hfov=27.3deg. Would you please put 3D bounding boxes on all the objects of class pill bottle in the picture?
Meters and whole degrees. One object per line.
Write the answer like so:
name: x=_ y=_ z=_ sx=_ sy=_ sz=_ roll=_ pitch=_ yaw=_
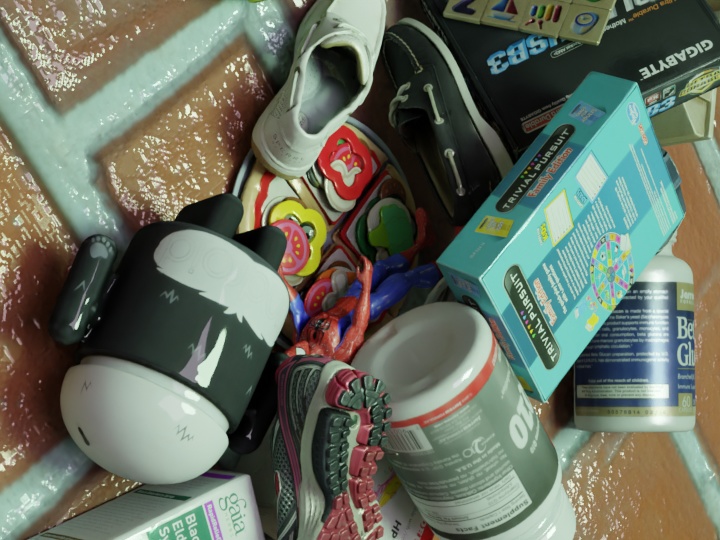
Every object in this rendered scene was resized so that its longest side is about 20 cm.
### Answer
pill bottle: x=0.249 y=0.046 z=1.354 sx=0.110 sy=0.111 sz=0.202 roll=3 pitch=84 yaw=-41
pill bottle: x=0.081 y=0.132 z=1.100 sx=0.114 sy=0.113 sz=0.201 roll=-52 pitch=126 yaw=-31

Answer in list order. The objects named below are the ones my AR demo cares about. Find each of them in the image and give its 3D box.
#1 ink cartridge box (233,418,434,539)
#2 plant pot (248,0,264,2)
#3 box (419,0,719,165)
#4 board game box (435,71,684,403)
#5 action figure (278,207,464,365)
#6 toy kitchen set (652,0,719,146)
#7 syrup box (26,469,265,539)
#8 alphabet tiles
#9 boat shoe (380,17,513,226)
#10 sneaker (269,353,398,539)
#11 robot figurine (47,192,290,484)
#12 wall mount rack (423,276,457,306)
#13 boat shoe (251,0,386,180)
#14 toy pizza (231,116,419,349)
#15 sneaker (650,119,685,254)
ink cartridge box: x=0.000 y=0.177 z=1.150 sx=0.200 sy=0.067 sz=0.117 roll=40 pitch=62 yaw=-33
plant pot: x=-0.039 y=-0.331 z=1.086 sx=0.200 sy=0.200 sz=0.194 roll=-32 pitch=96 yaw=-39
box: x=0.173 y=-0.200 z=1.212 sx=0.050 sy=0.199 sz=0.199 roll=69 pitch=-4 yaw=-60
board game box: x=0.156 y=-0.025 z=1.121 sx=0.200 sy=0.047 sz=0.151 roll=-49 pitch=135 yaw=-19
action figure: x=0.000 y=0.000 z=1.120 sx=0.200 sy=0.065 sz=0.100 roll=-44 pitch=132 yaw=-33
toy kitchen set: x=0.224 y=-0.210 z=1.291 sx=0.180 sy=0.199 sz=0.165 roll=15 pitch=76 yaw=-40
syrup box: x=-0.161 y=0.205 z=0.995 sx=0.199 sy=0.081 sz=0.079 roll=-21 pitch=102 yaw=-40
alphabet tiles: x=0.127 y=-0.270 z=1.227 sx=0.008 sy=0.199 sz=0.168 roll=66 pitch=42 yaw=-58
boat shoe: x=0.057 y=-0.119 z=1.184 sx=0.060 sy=0.074 sz=0.201 roll=-19 pitch=64 yaw=-17
sneaker: x=-0.029 y=0.154 z=1.034 sx=0.080 sy=0.074 sz=0.202 roll=-9 pitch=113 yaw=-47
robot figurine: x=-0.124 y=0.047 z=1.014 sx=0.125 sy=0.149 sz=0.201 roll=89 pitch=22 yaw=-65
wall mount rack: x=0.105 y=0.062 z=1.222 sx=0.200 sy=0.074 sz=0.175 roll=-15 pitch=128 yaw=-63
boat shoe: x=-0.016 y=-0.158 z=1.144 sx=0.071 sy=0.069 sz=0.201 roll=33 pitch=55 yaw=-17
toy pizza: x=-0.020 y=-0.028 z=1.172 sx=0.199 sy=0.032 sz=0.202 roll=4 pitch=84 yaw=-42
sneaker: x=0.184 y=-0.056 z=1.250 sx=0.202 sy=0.077 sz=0.147 roll=-32 pitch=105 yaw=-16
